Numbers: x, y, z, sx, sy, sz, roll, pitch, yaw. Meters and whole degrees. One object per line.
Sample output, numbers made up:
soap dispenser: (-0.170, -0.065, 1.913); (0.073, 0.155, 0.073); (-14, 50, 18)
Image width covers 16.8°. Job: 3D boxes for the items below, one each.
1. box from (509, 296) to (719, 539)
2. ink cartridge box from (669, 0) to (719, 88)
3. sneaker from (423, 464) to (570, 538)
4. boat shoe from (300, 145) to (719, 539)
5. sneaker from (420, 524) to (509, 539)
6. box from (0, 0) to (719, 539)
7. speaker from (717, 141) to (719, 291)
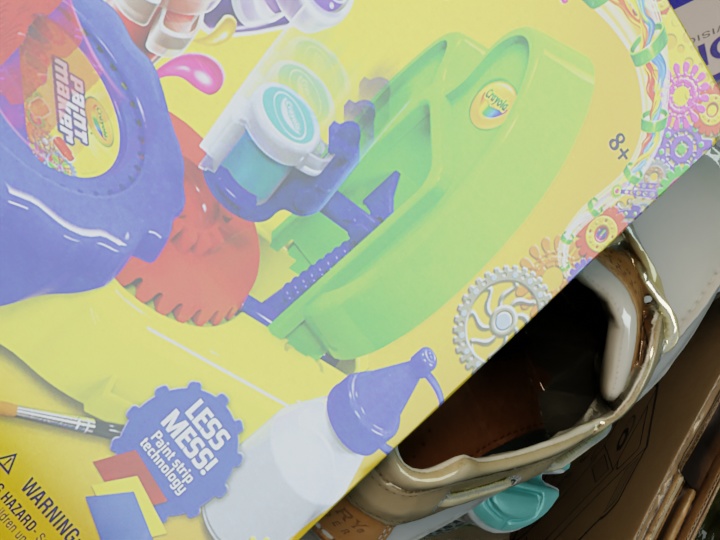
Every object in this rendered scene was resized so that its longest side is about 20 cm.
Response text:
box: (0.091, 0.089, 0.933); (0.164, 0.021, 0.200); (-61, -173, -18)
ink cartridge box: (0.048, -0.073, 0.694); (0.047, 0.197, 0.200); (54, 22, -35)
sneaker: (0.000, 0.000, 0.819); (0.077, 0.091, 0.201); (7, 64, -43)
boat shoe: (0.049, 0.016, 0.636); (0.200, 0.068, 0.075); (-38, 100, -39)
sneaker: (-0.002, 0.067, 0.902); (0.200, 0.077, 0.089); (9, 90, -65)
box: (-0.058, -0.056, 0.540); (0.193, 0.122, 0.200); (-43, 120, -12)
speaker: (0.093, -0.025, 0.798); (0.200, 0.081, 0.082); (-18, 122, -50)
